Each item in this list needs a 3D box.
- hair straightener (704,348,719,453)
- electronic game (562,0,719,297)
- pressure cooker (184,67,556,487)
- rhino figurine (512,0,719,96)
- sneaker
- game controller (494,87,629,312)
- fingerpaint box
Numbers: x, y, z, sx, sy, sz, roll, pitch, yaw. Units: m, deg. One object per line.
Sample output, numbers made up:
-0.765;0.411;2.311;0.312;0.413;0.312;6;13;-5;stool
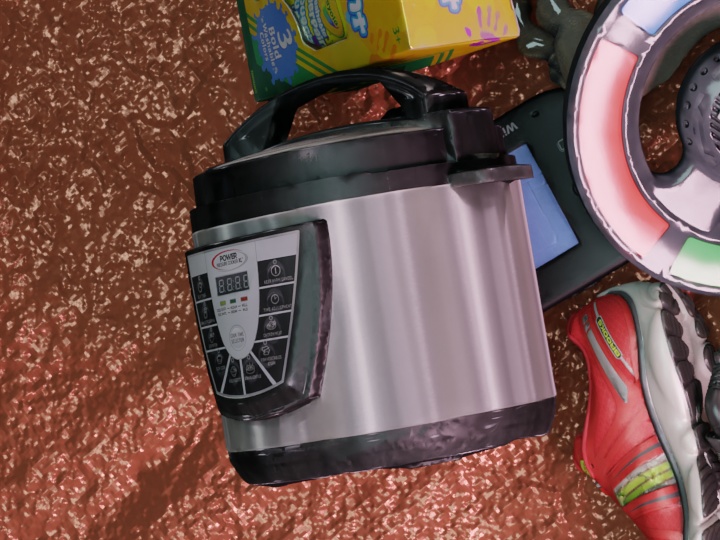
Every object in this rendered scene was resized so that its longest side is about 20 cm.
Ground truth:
0.245;0.122;1.360;0.077;0.041;0.201;-30;95;11;hair straightener
0.201;-0.082;1.344;0.198;0.042;0.202;-3;110;-8;electronic game
0.001;0.000;1.322;0.174;0.179;0.202;-9;89;-2;pressure cooker
0.172;-0.163;1.375;0.200;0.060;0.088;-38;78;4;rhino figurine
0.156;0.107;1.391;0.084;0.077;0.202;-14;83;32;sneaker
0.059;-0.014;1.414;0.199;0.042;0.105;-31;85;11;game controller
-0.008;-0.201;1.360;0.073;0.166;0.202;-10;90;-31;fingerpaint box
